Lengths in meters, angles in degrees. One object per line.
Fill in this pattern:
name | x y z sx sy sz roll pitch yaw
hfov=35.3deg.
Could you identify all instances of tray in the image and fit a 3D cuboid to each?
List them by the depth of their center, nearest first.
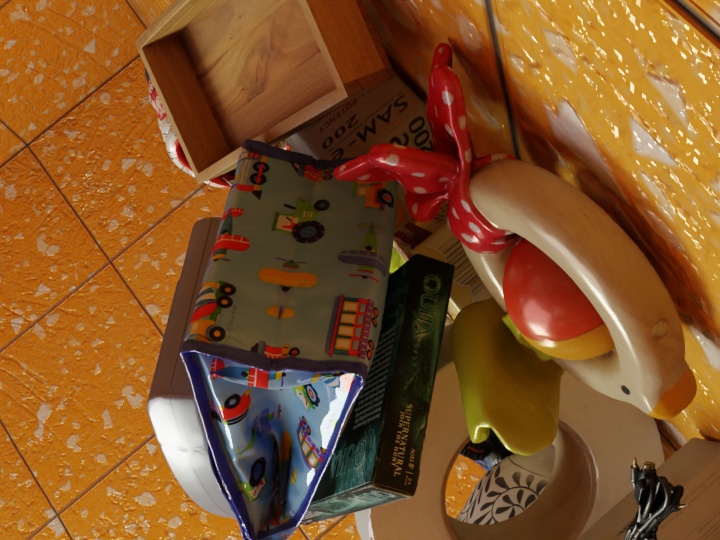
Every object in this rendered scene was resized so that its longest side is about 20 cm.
tray | -0.062 -0.122 0.642 0.200 0.037 0.099 -17 99 60

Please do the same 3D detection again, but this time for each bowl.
bowl | 0.172 0.185 0.891 0.199 0.095 0.201 11 180 0

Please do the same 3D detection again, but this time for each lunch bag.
lunch bag | -0.035 0.053 0.649 0.201 0.093 0.151 94 -175 -48

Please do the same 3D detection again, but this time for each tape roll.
tape roll | 0.094 0.134 0.744 0.203 0.202 0.071 52 177 -15

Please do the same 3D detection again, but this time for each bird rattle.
bird rattle | 0.087 -0.008 0.533 0.163 0.112 0.201 27 145 54

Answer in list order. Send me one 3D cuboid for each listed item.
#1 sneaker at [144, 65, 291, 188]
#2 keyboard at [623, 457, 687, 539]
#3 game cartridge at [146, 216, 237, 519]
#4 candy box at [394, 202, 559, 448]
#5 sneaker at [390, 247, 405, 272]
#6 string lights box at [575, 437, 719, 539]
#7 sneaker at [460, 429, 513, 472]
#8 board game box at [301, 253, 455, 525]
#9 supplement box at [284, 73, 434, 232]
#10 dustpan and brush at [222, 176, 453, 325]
sneaker | -0.071 -0.099 0.874 0.200 0.067 0.108 19 -142 -37
keyboard | 0.169 0.160 0.535 0.127 0.021 0.201 31 138 24
game cartridge | -0.080 0.076 0.700 0.200 0.041 0.134 74 -162 -58
candy box | 0.104 0.039 0.831 0.200 0.055 0.115 53 178 -11
sneaker | 0.066 -0.004 0.940 0.200 0.076 0.105 51 -165 -10
string lights box | 0.220 0.205 0.628 0.200 0.103 0.059 52 175 0
sneaker | 0.109 0.129 0.969 0.078 0.075 0.200 41 176 38
board game box | -0.002 0.083 0.706 0.028 0.136 0.200 17 159 -14
supplement box | -0.034 -0.126 0.751 0.200 0.073 0.126 50 178 21
dustpan and brush | 0.000 0.000 0.794 0.200 0.057 0.139 51 173 -24
